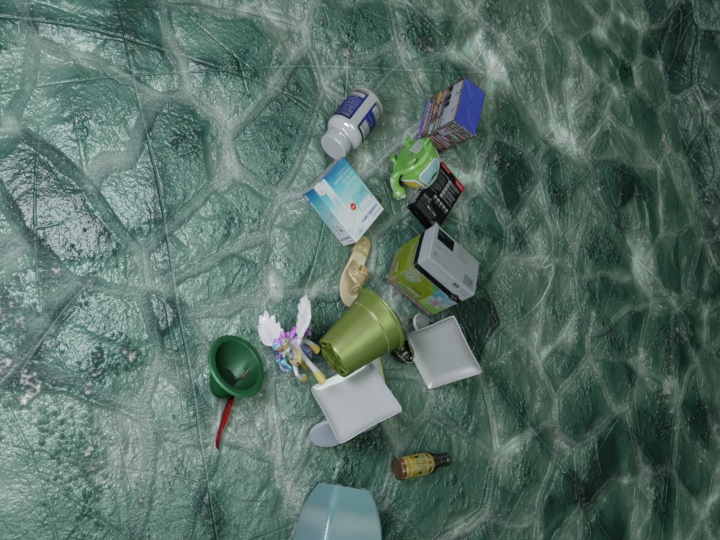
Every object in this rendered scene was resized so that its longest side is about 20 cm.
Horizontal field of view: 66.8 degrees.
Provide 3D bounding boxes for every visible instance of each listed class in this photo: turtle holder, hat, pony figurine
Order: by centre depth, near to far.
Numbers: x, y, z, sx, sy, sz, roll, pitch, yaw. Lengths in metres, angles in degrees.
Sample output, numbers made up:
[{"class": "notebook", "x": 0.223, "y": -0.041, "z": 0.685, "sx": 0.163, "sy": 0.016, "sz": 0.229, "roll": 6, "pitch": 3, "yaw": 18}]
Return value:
[{"class": "hat", "x": -0.359, "y": 0.296, "z": 1.397, "sx": 0.164, "sy": 0.176, "sz": 0.203, "roll": 35, "pitch": 31, "yaw": -20}, {"class": "pony figurine", "x": -0.172, "y": 0.189, "z": 1.438, "sx": 0.201, "sy": 0.163, "sz": 0.196, "roll": 53, "pitch": 15, "yaw": -44}, {"class": "turtle holder", "x": 0.174, "y": -0.316, "z": 1.713, "sx": 0.132, "sy": 0.138, "sz": 0.189, "roll": 48, "pitch": 54, "yaw": -35}]

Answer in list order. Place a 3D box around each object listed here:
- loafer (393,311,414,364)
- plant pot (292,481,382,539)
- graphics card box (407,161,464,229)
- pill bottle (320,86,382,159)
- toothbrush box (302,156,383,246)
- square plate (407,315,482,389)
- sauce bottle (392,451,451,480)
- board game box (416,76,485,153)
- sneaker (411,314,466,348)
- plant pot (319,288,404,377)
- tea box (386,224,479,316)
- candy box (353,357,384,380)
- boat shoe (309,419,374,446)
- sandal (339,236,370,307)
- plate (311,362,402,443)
[{"class": "loafer", "x": 0.112, "y": 0.197, "z": 1.646, "sx": 0.074, "sy": 0.070, "sz": 0.203, "roll": -35, "pitch": 103, "yaw": -8}, {"class": "plant pot", "x": -0.055, "y": 0.676, "z": 1.441, "sx": 0.191, "sy": 0.195, "sz": 0.207, "roll": 20, "pitch": 66, "yaw": -26}, {"class": "graphics card box", "x": 0.250, "y": -0.240, "z": 1.798, "sx": 0.125, "sy": 0.050, "sz": 0.203, "roll": 43, "pitch": 64, "yaw": -20}, {"class": "pill bottle", "x": -0.029, "y": -0.430, "z": 1.614, "sx": 0.120, "sy": 0.119, "sz": 0.202, "roll": 43, "pitch": 66, "yaw": -19}, {"class": "toothbrush box", "x": -0.049, "y": -0.199, "z": 1.597, "sx": 0.147, "sy": 0.084, "sz": 0.201, "roll": -48, "pitch": 109, "yaw": -25}, {"class": "square plate", "x": 0.248, "y": 0.251, "z": 1.677, "sx": 0.202, "sy": 0.196, "sz": 0.028, "roll": 60, "pitch": 31, "yaw": -10}, {"class": "sauce bottle", "x": 0.190, "y": 0.588, "z": 1.663, "sx": 0.194, "sy": 0.065, "sz": 0.069, "roll": -2, "pitch": 85, "yaw": -31}, {"class": "board game box", "x": 0.289, "y": -0.494, "z": 1.763, "sx": 0.095, "sy": 0.198, "sz": 0.165, "roll": 23, "pitch": 74, "yaw": -26}, {"class": "sneaker", "x": 0.261, "y": 0.196, "z": 1.707, "sx": 0.198, "sy": 0.119, "sz": 0.085, "roll": 37, "pitch": 54, "yaw": -22}, {"class": "plant pot", "x": -0.010, "y": 0.190, "z": 1.517, "sx": 0.188, "sy": 0.199, "sz": 0.204, "roll": -35, "pitch": 102, "yaw": -24}, {"class": "tea box", "x": 0.220, "y": 0.004, "z": 1.655, "sx": 0.198, "sy": 0.195, "sz": 0.136, "roll": 37, "pitch": 49, "yaw": -20}, {"class": "candy box", "x": 0.023, "y": 0.319, "z": 1.614, "sx": 0.100, "sy": 0.026, "sz": 0.207, "roll": -11, "pitch": 90, "yaw": -32}, {"class": "boat shoe", "x": -0.050, "y": 0.425, "z": 1.534, "sx": 0.196, "sy": 0.086, "sz": 0.077, "roll": -20, "pitch": 102, "yaw": -5}, {"class": "sandal", "x": -0.005, "y": -0.002, "z": 1.609, "sx": 0.076, "sy": 0.069, "sz": 0.219, "roll": 21, "pitch": 74, "yaw": -26}, {"class": "plate", "x": -0.013, "y": 0.361, "z": 1.504, "sx": 0.195, "sy": 0.200, "sz": 0.033, "roll": -22, "pitch": 136, "yaw": -19}]
